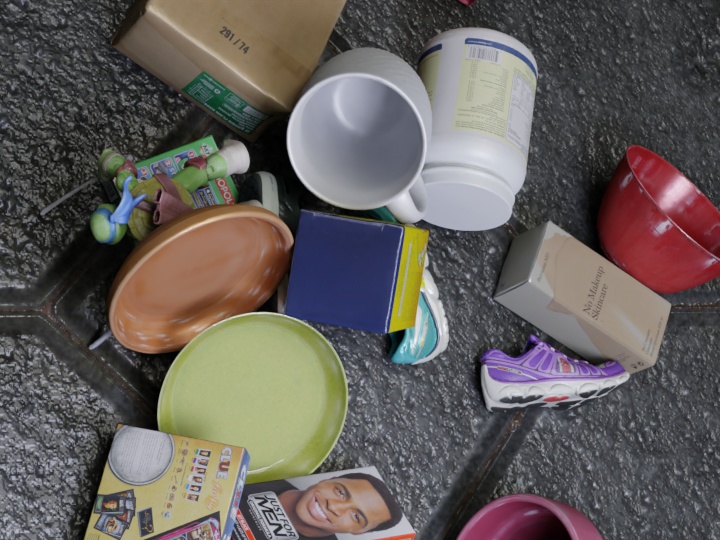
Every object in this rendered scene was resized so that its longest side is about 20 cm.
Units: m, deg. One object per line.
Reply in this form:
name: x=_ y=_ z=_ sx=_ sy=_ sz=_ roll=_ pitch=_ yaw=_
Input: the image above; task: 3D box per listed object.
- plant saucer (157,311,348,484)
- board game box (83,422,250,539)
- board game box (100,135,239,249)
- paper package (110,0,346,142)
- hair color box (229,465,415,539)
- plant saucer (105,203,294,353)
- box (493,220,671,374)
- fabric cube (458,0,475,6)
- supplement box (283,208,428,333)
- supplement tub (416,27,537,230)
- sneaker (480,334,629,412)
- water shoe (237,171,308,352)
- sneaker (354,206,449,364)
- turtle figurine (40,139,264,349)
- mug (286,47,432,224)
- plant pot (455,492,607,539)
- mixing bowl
plant saucer: x=-0.111 y=0.134 z=1.605 sx=0.198 sy=0.031 sz=0.202 roll=-5 pitch=108 yaw=-16
board game box: x=-0.195 y=0.257 z=1.513 sx=0.134 sy=0.035 sz=0.201 roll=10 pitch=67 yaw=10
board game box: x=-0.174 y=-0.030 z=1.672 sx=0.134 sy=0.029 sz=0.201 roll=-23 pitch=87 yaw=-35
paper package: x=-0.142 y=-0.276 z=1.730 sx=0.199 sy=0.103 sz=0.192 roll=34 pitch=61 yaw=-19
hair color box: x=-0.056 y=0.264 z=1.601 sx=0.199 sy=0.062 sz=0.102 roll=-4 pitch=41 yaw=-33
plant saucer: x=-0.160 y=0.003 z=1.542 sx=0.199 sy=0.201 sz=0.038 roll=-12 pitch=54 yaw=-34
box: x=0.266 y=0.036 z=1.889 sx=0.199 sy=0.078 sz=0.095 roll=31 pitch=61 yaw=-19
fabric cube: x=0.133 y=-0.484 z=1.909 sx=0.195 sy=0.200 sz=0.200 roll=30 pitch=61 yaw=-21
supplement box: x=0.000 y=0.000 z=1.639 sx=0.108 sy=0.200 sz=0.110 roll=10 pitch=92 yaw=10
supplement tub: x=0.126 y=-0.163 z=1.830 sx=0.144 sy=0.145 sz=0.201 roll=20 pitch=64 yaw=-24
sneaker: x=0.229 y=0.115 z=1.843 sx=0.199 sy=0.081 sz=0.084 roll=2 pitch=67 yaw=-30
water shoe: x=-0.077 y=-0.008 z=1.664 sx=0.078 sy=0.071 sz=0.202 roll=4 pitch=74 yaw=-35
sneaker: x=0.036 y=0.008 z=1.764 sx=0.079 sy=0.077 sz=0.201 roll=-19 pitch=84 yaw=-25
turtle figurine: x=-0.208 y=-0.056 z=1.595 sx=0.193 sy=0.201 sz=0.144 roll=-19 pitch=61 yaw=-34
mug: x=0.017 y=-0.141 z=1.692 sx=0.201 sy=0.147 sz=0.176 roll=60 pitch=16 yaw=-16
plant pot: x=0.216 y=0.354 z=1.697 sx=0.178 sy=0.199 sz=0.202 roll=21 pitch=63 yaw=-41
mixing bowl: x=0.363 y=-0.046 z=1.937 sx=0.200 sy=0.108 sz=0.201 roll=35 pitch=26 yaw=-20
